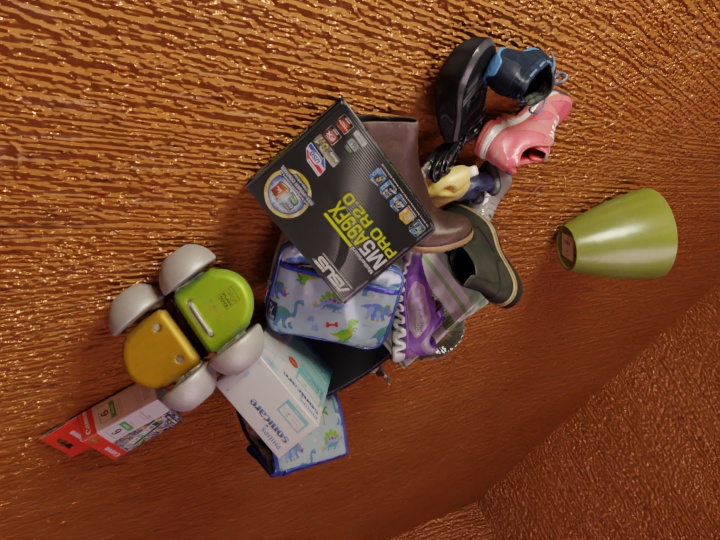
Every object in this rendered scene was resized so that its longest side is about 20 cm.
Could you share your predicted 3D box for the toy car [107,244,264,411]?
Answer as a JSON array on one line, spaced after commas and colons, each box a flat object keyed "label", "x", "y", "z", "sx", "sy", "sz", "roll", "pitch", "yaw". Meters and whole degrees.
[{"label": "toy car", "x": -0.225, "y": 0.072, "z": 0.868, "sx": 0.198, "sy": 0.177, "sz": 0.150, "roll": -35, "pitch": -176, "yaw": 6}]

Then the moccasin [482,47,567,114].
[{"label": "moccasin", "x": 0.223, "y": -0.246, "z": 0.845, "sx": 0.198, "sy": 0.068, "sz": 0.082, "roll": -27, "pitch": 150, "yaw": -51}]

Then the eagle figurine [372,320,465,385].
[{"label": "eagle figurine", "x": 0.078, "y": 0.107, "z": 1.204, "sx": 0.198, "sy": 0.154, "sz": 0.150, "roll": -34, "pitch": 137, "yaw": 25}]

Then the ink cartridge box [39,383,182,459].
[{"label": "ink cartridge box", "x": -0.404, "y": 0.260, "z": 1.043, "sx": 0.196, "sy": 0.051, "sz": 0.110, "roll": -29, "pitch": 149, "yaw": -8}]

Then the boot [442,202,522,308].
[{"label": "boot", "x": 0.154, "y": -0.043, "z": 0.951, "sx": 0.136, "sy": 0.202, "sz": 0.078, "roll": 19, "pitch": 120, "yaw": -47}]

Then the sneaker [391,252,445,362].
[{"label": "sneaker", "x": 0.096, "y": 0.052, "z": 1.028, "sx": 0.085, "sy": 0.081, "sz": 0.207, "roll": 3, "pitch": 110, "yaw": 4}]

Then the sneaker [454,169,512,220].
[{"label": "sneaker", "x": 0.191, "y": -0.084, "z": 1.077, "sx": 0.075, "sy": 0.082, "sz": 0.201, "roll": 10, "pitch": 128, "yaw": -46}]

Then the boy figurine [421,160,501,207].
[{"label": "boy figurine", "x": 0.118, "y": -0.128, "z": 0.962, "sx": 0.195, "sy": 0.067, "sz": 0.123, "roll": -5, "pitch": 168, "yaw": -32}]

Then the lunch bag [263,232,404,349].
[{"label": "lunch bag", "x": -0.039, "y": 0.023, "z": 0.930, "sx": 0.194, "sy": 0.083, "sz": 0.164, "roll": 15, "pitch": 121, "yaw": -10}]

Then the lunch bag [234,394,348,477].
[{"label": "lunch bag", "x": -0.126, "y": 0.264, "z": 1.158, "sx": 0.166, "sy": 0.203, "sz": 0.129, "roll": -3, "pitch": 140, "yaw": -40}]

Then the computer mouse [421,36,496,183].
[{"label": "computer mouse", "x": 0.126, "y": -0.224, "z": 0.838, "sx": 0.139, "sy": 0.052, "sz": 0.202, "roll": -48, "pitch": 161, "yaw": -24}]

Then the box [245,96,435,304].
[{"label": "box", "x": -0.022, "y": -0.084, "z": 0.803, "sx": 0.159, "sy": 0.044, "sz": 0.201, "roll": -36, "pitch": 109, "yaw": 10}]

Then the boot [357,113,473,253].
[{"label": "boot", "x": 0.067, "y": -0.114, "z": 0.843, "sx": 0.193, "sy": 0.073, "sz": 0.171, "roll": 5, "pitch": 123, "yaw": -3}]

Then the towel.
[{"label": "towel", "x": 0.102, "y": 0.051, "z": 1.076, "sx": 0.199, "sy": 0.153, "sz": 0.023, "roll": -41, "pitch": -179, "yaw": 17}]

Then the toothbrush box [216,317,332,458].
[{"label": "toothbrush box", "x": -0.126, "y": 0.164, "z": 0.982, "sx": 0.085, "sy": 0.148, "sz": 0.200, "roll": -37, "pitch": -172, "yaw": 12}]

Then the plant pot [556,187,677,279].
[{"label": "plant pot", "x": 0.521, "y": -0.064, "z": 1.341, "sx": 0.193, "sy": 0.192, "sz": 0.190, "roll": -9, "pitch": 146, "yaw": -8}]

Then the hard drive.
[{"label": "hard drive", "x": -0.023, "y": 0.129, "z": 1.128, "sx": 0.197, "sy": 0.137, "sz": 0.042, "roll": -31, "pitch": -178, "yaw": -5}]

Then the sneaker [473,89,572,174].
[{"label": "sneaker", "x": 0.261, "y": -0.200, "z": 0.956, "sx": 0.197, "sy": 0.087, "sz": 0.075, "roll": -31, "pitch": 153, "yaw": -24}]
